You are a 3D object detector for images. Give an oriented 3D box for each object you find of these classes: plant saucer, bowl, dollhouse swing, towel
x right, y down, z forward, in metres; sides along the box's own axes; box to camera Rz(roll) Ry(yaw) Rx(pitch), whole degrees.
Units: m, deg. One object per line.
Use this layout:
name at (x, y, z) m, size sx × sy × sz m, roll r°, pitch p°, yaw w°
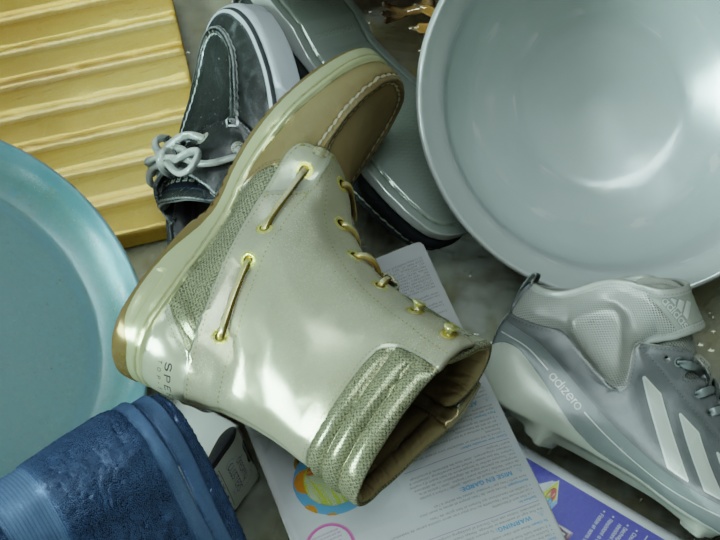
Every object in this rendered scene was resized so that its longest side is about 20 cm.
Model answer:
plant saucer at (-0.193, 0.026, 0.969) m, size 0.200 × 0.027 × 0.200 m, roll 14°, pitch 59°, yaw -25°
bowl at (0.126, -0.087, 1.062) m, size 0.201 × 0.090 × 0.201 m, roll 0°, pitch 94°, yaw -1°
dollhouse swing at (-0.194, -0.103, 1.092) m, size 0.176 × 0.182 × 0.200 m, roll -19°, pitch 63°, yaw 9°
towel at (-0.144, 0.144, 0.912) m, size 0.200 × 0.049 × 0.112 m, roll -31°, pitch 108°, yaw -26°

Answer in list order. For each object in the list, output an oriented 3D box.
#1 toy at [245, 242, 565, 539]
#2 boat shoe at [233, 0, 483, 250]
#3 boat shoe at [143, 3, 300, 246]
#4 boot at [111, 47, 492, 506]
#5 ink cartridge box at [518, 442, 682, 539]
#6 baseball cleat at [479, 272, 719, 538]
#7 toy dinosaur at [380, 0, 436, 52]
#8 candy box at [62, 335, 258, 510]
toy at (0.013, 0.090, 0.991) m, size 0.115 × 0.047 × 0.200 m, roll -20°, pitch 59°, yaw -6°
boat shoe at (-0.006, -0.081, 1.112) m, size 0.076 × 0.060 × 0.200 m, roll -8°, pitch 56°, yaw -36°
boat shoe at (-0.075, -0.044, 1.072) m, size 0.068 × 0.074 × 0.200 m, roll 7°, pitch 79°, yaw -34°
boot at (0.000, 0.000, 0.976) m, size 0.155 × 0.072 × 0.200 m, roll 28°, pitch 69°, yaw 25°
ink cartridge box at (0.101, 0.156, 0.995) m, size 0.200 × 0.039 × 0.099 m, roll 30°, pitch 70°, yaw 20°
baseball cleat at (0.156, 0.067, 0.988) m, size 0.200 × 0.070 × 0.107 m, roll 27°, pitch 100°, yaw 3°
toy dinosaur at (0.075, -0.157, 1.120) m, size 0.200 × 0.060 × 0.106 m, roll 9°, pitch 25°, yaw 16°
candy box at (-0.174, 0.128, 1.020) m, size 0.168 × 0.072 × 0.200 m, roll 27°, pitch 70°, yaw 19°
